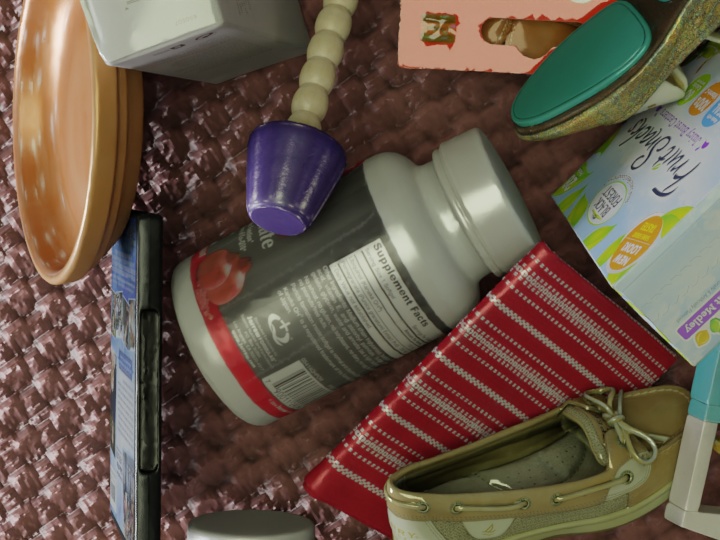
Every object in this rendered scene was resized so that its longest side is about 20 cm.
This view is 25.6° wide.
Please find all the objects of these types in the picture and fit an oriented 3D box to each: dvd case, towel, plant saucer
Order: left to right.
[{"bbox_3d":[-0.168,-0.092,0.943,0.037,0.200,0.200,-2,93,-25],"label":"plant saucer"},{"bbox_3d":[-0.135,0.064,0.956,0.018,0.143,0.200,0,93,-15],"label":"dvd case"},{"bbox_3d":[0.076,0.086,0.929,0.200,0.022,0.145,-46,129,10],"label":"towel"}]

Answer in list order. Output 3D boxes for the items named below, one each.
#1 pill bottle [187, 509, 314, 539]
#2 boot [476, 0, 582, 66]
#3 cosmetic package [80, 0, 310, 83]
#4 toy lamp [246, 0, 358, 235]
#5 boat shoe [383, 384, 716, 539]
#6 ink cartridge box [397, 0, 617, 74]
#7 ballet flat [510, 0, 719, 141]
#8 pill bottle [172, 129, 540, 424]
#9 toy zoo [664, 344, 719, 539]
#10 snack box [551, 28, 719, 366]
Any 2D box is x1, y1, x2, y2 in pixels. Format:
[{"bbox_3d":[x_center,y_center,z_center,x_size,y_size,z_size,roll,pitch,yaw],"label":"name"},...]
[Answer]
[{"bbox_3d":[-0.067,0.251,0.964,0.109,0.109,0.200,2,93,11],"label":"pill bottle"},{"bbox_3d":[0.069,-0.210,0.941,0.200,0.077,0.155,22,101,2],"label":"boot"},{"bbox_3d":[-0.095,-0.166,0.902,0.074,0.200,0.102,-17,89,11],"label":"cosmetic package"},{"bbox_3d":[-0.023,-0.114,0.898,0.058,0.058,0.200,8,65,11],"label":"toy lamp"},{"bbox_3d":[0.110,0.108,0.899,0.201,0.073,0.063,-19,130,-8],"label":"boat shoe"},{"bbox_3d":[0.104,-0.210,0.875,0.162,0.057,0.200,3,94,1],"label":"ink cartridge box"},{"bbox_3d":[0.169,-0.131,0.863,0.071,0.071,0.200,46,110,6],"label":"ballet flat"},{"bbox_3d":[0.000,0.000,0.930,0.200,0.111,0.111,-28,87,11],"label":"pill bottle"},{"bbox_3d":[0.246,0.083,0.905,0.131,0.020,0.200,8,96,-23],"label":"toy zoo"},{"bbox_3d":[0.195,-0.056,0.848,0.068,0.200,0.169,43,101,-11],"label":"snack box"}]
